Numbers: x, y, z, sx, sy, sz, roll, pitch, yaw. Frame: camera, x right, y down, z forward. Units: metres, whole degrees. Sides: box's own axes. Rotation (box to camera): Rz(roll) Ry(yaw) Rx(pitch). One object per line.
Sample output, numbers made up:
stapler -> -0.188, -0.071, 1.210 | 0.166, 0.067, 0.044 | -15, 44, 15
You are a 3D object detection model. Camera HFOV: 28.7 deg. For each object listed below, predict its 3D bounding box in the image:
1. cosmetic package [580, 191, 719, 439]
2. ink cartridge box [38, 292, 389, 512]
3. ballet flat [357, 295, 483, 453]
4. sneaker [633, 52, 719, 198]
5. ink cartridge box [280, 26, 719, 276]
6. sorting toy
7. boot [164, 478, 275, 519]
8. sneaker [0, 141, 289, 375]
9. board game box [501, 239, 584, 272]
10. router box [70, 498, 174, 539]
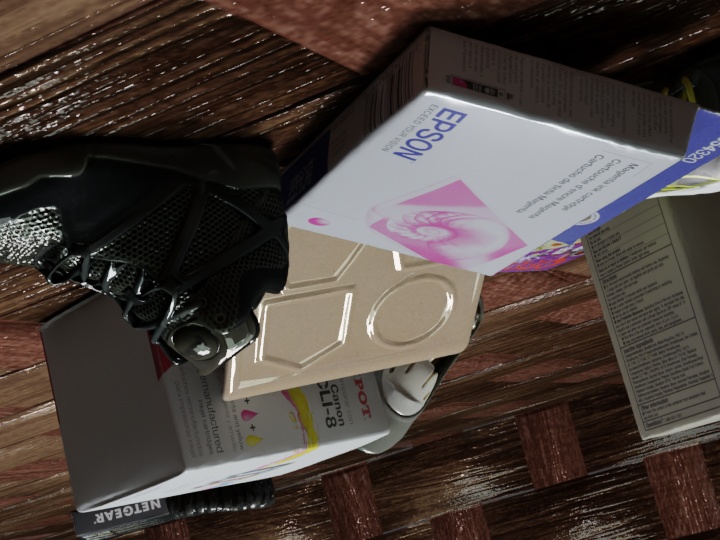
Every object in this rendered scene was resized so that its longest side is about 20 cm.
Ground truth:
cosmetic package -> 0.217, 0.000, 0.934 | 0.087, 0.200, 0.103 | -10, 169, -28
ink cartridge box -> -0.107, 0.084, 1.054 | 0.200, 0.146, 0.145 | -4, 164, -45
ballet flat -> 0.051, 0.080, 1.272 | 0.064, 0.067, 0.200 | -38, -168, 50
sneaker -> 0.164, -0.074, 0.826 | 0.085, 0.075, 0.200 | 5, 155, -46
ink cartridge box -> 0.080, -0.050, 0.765 | 0.200, 0.043, 0.196 | 14, 157, -20
sorting toy -> 0.000, 0.000, 0.928 | 0.185, 0.036, 0.200 | -10, 138, -22
boot -> -0.089, 0.137, 1.297 | 0.211, 0.158, 0.079 | -11, 168, -17
sneaker -> -0.119, -0.004, 0.716 | 0.199, 0.114, 0.076 | -3, 162, -38
board game box -> 0.135, -0.027, 1.133 | 0.120, 0.032, 0.200 | -20, 168, 42
router box -> -0.433, 0.460, 2.656 | 0.200, 0.051, 0.149 | -14, 167, -6
